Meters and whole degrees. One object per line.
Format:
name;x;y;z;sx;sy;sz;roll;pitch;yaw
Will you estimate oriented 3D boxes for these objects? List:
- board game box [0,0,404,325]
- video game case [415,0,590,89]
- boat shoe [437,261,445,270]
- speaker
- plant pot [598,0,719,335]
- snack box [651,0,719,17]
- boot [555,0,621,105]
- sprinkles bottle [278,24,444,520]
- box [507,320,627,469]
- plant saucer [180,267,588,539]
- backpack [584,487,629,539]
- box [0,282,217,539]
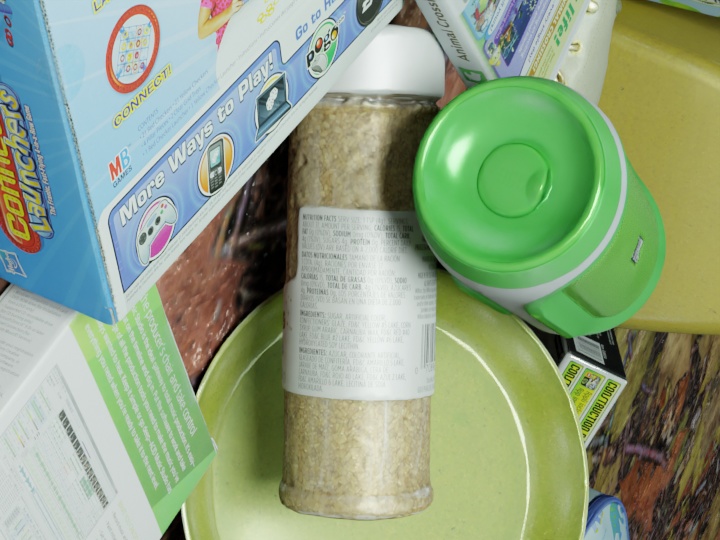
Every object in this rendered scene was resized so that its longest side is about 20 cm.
board game box;-0.060;-0.122;0.522;0.200;0.056;0.197;-51;150;-37
video game case;0.076;-0.182;0.655;0.201;0.022;0.182;-65;151;-14
boat shoe;0.044;0.028;0.850;0.201;0.066;0.072;-37;137;-53
speaker;0.081;-0.021;0.674;0.089;0.088;0.200;-69;162;-2
plant pot;0.229;-0.062;1.046;0.200;0.175;0.202;-27;132;-58
snack box;0.195;-0.207;0.902;0.053;0.141;0.200;-66;156;-8
boot;0.087;-0.100;0.839;0.200;0.072;0.156;-21;127;-67
sprinkles bottle;0.000;0.000;0.669;0.068;0.068;0.202;-5;97;-64
box;0.093;0.050;0.871;0.111;0.035;0.200;-62;-171;22
plant saucer;0.010;0.097;0.731;0.201;0.199;0.031;-63;-166;-17
backpack;0.140;0.251;1.123;0.183;0.146;0.201;-54;144;-35
box;-0.129;0.098;0.569;0.200;0.036;0.145;-54;152;-30
